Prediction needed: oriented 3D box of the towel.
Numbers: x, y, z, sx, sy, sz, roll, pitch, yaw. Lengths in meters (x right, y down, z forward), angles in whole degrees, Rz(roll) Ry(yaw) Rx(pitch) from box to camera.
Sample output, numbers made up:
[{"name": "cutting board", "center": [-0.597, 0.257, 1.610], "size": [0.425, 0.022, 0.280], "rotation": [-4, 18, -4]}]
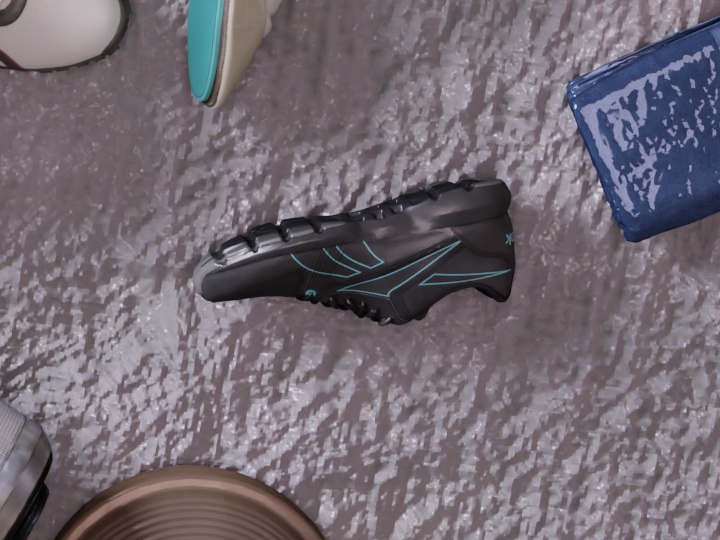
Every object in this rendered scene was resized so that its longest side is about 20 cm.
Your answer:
[{"name": "towel", "center": [0.232, -0.102, 1.327], "size": [0.200, 0.049, 0.112], "rotation": [-24, 99, -3]}]

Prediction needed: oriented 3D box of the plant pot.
[{"name": "plant pot", "center": [-0.103, 0.225, 1.310], "size": [0.201, 0.093, 0.201], "rotation": [-1, 97, -5]}]

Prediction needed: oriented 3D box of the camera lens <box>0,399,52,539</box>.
[{"name": "camera lens", "center": [-0.291, 0.117, 1.241], "size": [0.200, 0.160, 0.160], "rotation": [33, 93, -9]}]

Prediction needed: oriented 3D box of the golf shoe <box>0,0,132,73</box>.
[{"name": "golf shoe", "center": [-0.232, -0.162, 1.250], "size": [0.200, 0.088, 0.077], "rotation": [14, 94, -9]}]

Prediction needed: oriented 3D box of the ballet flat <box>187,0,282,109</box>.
[{"name": "ballet flat", "center": [-0.070, -0.197, 1.277], "size": [0.069, 0.069, 0.200], "rotation": [-3, 97, -6]}]

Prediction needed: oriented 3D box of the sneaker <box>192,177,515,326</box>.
[{"name": "sneaker", "center": [0.000, 0.000, 1.302], "size": [0.200, 0.075, 0.079], "rotation": [-12, 101, -4]}]
